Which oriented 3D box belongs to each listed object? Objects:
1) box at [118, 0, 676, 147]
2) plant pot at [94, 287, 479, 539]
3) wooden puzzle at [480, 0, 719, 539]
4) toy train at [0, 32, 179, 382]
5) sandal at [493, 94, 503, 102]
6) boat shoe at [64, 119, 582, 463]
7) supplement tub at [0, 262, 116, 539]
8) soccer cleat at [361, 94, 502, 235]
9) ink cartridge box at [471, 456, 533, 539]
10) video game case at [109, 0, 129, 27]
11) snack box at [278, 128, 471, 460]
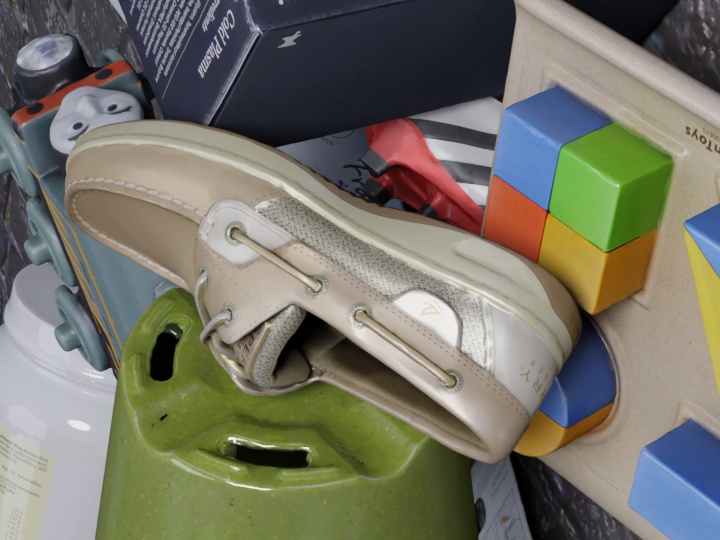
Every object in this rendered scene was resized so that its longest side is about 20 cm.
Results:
[{"bbox_3d":[0.002,-0.158,0.720,0.183,0.199,0.104,67,154,17],"label":"box"},{"bbox_3d":[-0.027,0.103,0.748,0.200,0.199,0.191,51,149,41],"label":"plant pot"},{"bbox_3d":[0.099,0.027,0.650,0.185,0.046,0.201,37,140,34],"label":"wooden puzzle"},{"bbox_3d":[-0.102,-0.010,0.878,0.114,0.085,0.201,44,156,48],"label":"toy train"},{"bbox_3d":[0.028,-0.078,0.886,0.200,0.054,0.082,30,130,58],"label":"sandal"},{"bbox_3d":[-0.026,0.007,0.660,0.199,0.065,0.072,21,155,22],"label":"boat shoe"},{"bbox_3d":[-0.146,0.108,1.058,0.145,0.144,0.201,42,123,50],"label":"supplement tub"},{"bbox_3d":[0.088,-0.013,0.768,0.200,0.085,0.069,41,169,8],"label":"soccer cleat"},{"bbox_3d":[0.089,0.198,0.953,0.163,0.057,0.201,111,156,-53],"label":"ink cartridge box"},{"bbox_3d":[-0.037,-0.155,0.827,0.200,0.181,0.024,53,146,40],"label":"video game case"},{"bbox_3d":[0.000,0.000,0.944,0.142,0.053,0.201,96,152,-76],"label":"snack box"}]
